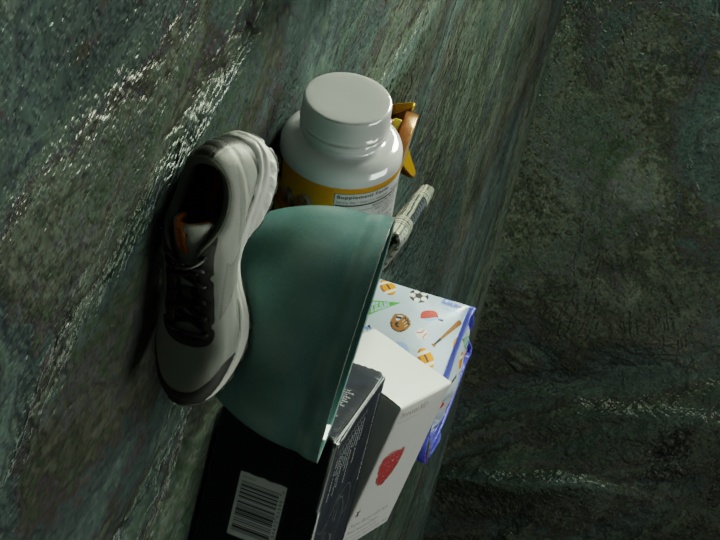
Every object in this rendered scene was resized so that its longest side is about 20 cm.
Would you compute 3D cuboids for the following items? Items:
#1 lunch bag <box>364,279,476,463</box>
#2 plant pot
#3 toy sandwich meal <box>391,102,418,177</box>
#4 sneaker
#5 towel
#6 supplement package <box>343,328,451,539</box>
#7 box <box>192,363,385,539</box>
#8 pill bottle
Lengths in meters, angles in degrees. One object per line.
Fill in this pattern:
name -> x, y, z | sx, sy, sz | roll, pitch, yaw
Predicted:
lunch bag -> 0.033, 0.129, 1.864 | 0.124, 0.168, 0.201 | 86, 22, -54
plant pot -> -0.065, 0.034, 1.205 | 0.200, 0.133, 0.202 | 18, 90, -87
toy sandwich meal -> 0.018, -0.098, 1.650 | 0.205, 0.070, 0.207 | 18, 90, -80
sneaker -> -0.117, -0.001, 1.094 | 0.079, 0.073, 0.202 | -13, 116, -66
towel -> 0.000, 0.000, 1.688 | 0.201, 0.034, 0.193 | -52, -178, 24
supplement package -> -0.006, 0.189, 1.718 | 0.121, 0.119, 0.202 | -19, 137, -56
box -> -0.072, 0.205, 1.528 | 0.197, 0.123, 0.202 | -42, 148, -69
pill bottle -> -0.023, -0.071, 1.355 | 0.110, 0.108, 0.201 | -61, 165, -48
